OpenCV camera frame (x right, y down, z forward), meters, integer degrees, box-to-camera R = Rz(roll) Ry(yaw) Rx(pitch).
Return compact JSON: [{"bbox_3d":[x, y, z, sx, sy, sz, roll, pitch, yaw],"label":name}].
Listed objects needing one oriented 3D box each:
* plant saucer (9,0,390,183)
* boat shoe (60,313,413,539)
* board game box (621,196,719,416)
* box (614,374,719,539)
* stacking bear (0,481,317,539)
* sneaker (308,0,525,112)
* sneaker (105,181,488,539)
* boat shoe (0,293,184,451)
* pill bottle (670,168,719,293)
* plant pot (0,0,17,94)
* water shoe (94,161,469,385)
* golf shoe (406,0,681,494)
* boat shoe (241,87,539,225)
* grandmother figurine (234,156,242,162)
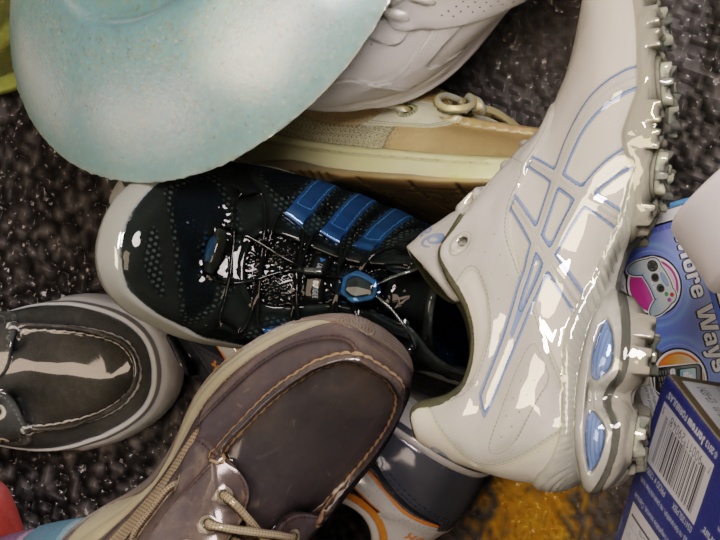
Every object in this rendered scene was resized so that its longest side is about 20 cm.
[{"bbox_3d":[-0.067,-0.133,1.088,0.200,0.039,0.202,-18,59,31],"label":"plant saucer"},{"bbox_3d":[-0.048,0.099,1.085,0.074,0.073,0.200,28,122,-23],"label":"boat shoe"},{"bbox_3d":[0.205,0.051,1.062,0.195,0.056,0.201,-16,89,29],"label":"board game box"},{"bbox_3d":[0.114,0.154,1.039,0.121,0.032,0.201,-122,45,-61],"label":"box"},{"bbox_3d":[-0.087,0.152,1.211,0.199,0.121,0.114,-3,112,21],"label":"stacking bear"},{"bbox_3d":[0.041,-0.127,1.071,0.199,0.099,0.078,-29,80,5],"label":"sneaker"},{"bbox_3d":[-0.038,0.043,1.183,0.200,0.078,0.080,38,107,18],"label":"sneaker"},{"bbox_3d":[-0.171,0.050,1.269,0.199,0.057,0.069,-5,94,30],"label":"boat shoe"},{"bbox_3d":[0.199,0.038,0.966,0.113,0.113,0.200,-42,77,27],"label":"pill bottle"},{"bbox_3d":[-0.219,-0.166,1.194,0.200,0.184,0.201,4,98,28],"label":"plant pot"},{"bbox_3d":[0.000,0.000,1.095,0.079,0.199,0.072,-2,78,64],"label":"water shoe"},{"bbox_3d":[0.065,-0.022,1.039,0.097,0.078,0.201,6,79,10],"label":"golf shoe"},{"bbox_3d":[0.008,-0.055,1.152,0.200,0.073,0.063,5,74,35],"label":"boat shoe"},{"bbox_3d":[-0.061,-0.140,1.151,0.121,0.061,0.201,5,75,6],"label":"grandmother figurine"}]
